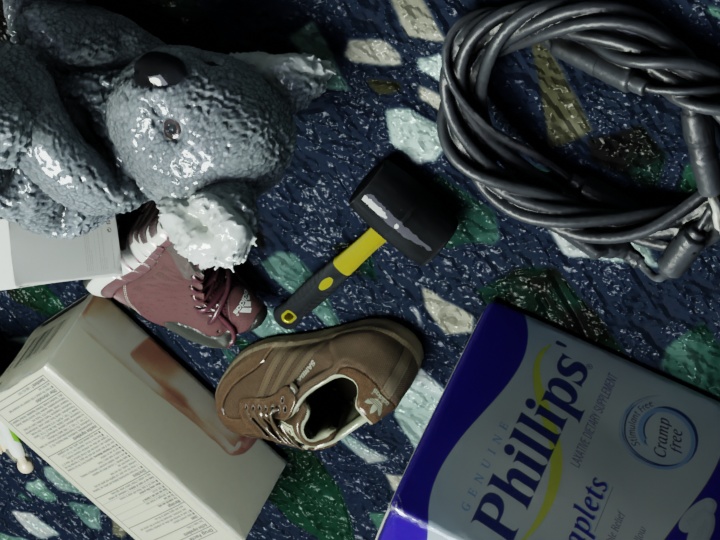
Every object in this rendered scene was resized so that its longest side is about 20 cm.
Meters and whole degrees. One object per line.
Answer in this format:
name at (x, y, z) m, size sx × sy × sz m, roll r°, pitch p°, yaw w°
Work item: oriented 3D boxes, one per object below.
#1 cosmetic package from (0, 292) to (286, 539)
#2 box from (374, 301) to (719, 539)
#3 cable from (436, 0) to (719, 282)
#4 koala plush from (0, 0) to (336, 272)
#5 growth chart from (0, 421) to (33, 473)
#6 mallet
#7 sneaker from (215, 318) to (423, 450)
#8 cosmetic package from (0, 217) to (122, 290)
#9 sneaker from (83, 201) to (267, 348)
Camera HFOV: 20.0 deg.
cosmetic package at (-0.166, 0.121, 1.514) m, size 0.200 × 0.087 × 0.103 m, roll 45°, pitch 138°, yaw -16°
box at (0.129, 0.150, 1.288) m, size 0.199 × 0.184 × 0.105 m, roll 23°, pitch 141°, yaw 7°
cable at (0.133, -0.079, 1.149) m, size 0.200 × 0.051 × 0.163 m, roll 37°, pitch 140°, yaw -8°
koala plush at (-0.123, -0.089, 1.217) m, size 0.199 × 0.178 × 0.184 m, roll 11°, pitch 149°, yaw 21°
growth chart at (-0.338, 0.068, 1.578) m, size 0.199 × 0.018 × 0.145 m, roll 29°, pitch 147°, yaw 30°
mallet at (0.000, 0.000, 1.329) m, size 0.066 × 0.041 × 0.200 m, roll 35°, pitch 145°, yaw -1°
sneaker at (-0.044, 0.089, 1.415) m, size 0.070 × 0.076 × 0.200 m, roll 46°, pitch 138°, yaw -19°
cosmetic package at (-0.247, -0.012, 1.386) m, size 0.199 × 0.082 × 0.051 m, roll -4°, pitch 95°, yaw 53°
sneaker at (-0.098, -0.008, 1.359) m, size 0.115 × 0.076 × 0.200 m, roll 35°, pitch 151°, yaw -14°
